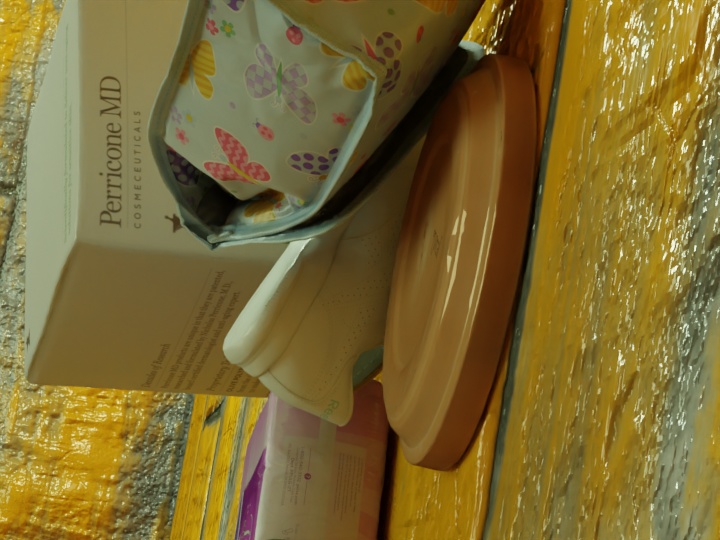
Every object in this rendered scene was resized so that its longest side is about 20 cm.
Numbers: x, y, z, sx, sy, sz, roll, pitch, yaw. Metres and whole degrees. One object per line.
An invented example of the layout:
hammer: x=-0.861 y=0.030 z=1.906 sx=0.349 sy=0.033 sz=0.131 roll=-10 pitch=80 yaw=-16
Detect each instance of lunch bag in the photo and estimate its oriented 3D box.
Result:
lunch bag: x=-0.012 y=-0.113 z=1.000 sx=0.170 sy=0.127 sz=0.200 roll=-52 pitch=-2 yaw=-35

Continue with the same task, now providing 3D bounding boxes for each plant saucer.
plant saucer: x=0.043 y=-0.006 z=0.953 sx=0.200 sy=0.032 sz=0.201 roll=-170 pitch=90 yaw=-82

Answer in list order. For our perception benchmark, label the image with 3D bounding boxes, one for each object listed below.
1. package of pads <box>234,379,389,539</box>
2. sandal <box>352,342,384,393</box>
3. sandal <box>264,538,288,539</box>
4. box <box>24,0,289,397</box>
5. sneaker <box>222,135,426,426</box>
package of pads: x=-0.034 y=0.166 z=1.119 sx=0.121 sy=0.075 sz=0.200 roll=109 pitch=169 yaw=-61
sandal: x=0.006 y=0.001 z=1.153 sx=0.070 sy=0.077 sz=0.212 roll=76 pitch=-157 yaw=-56
sandal: x=-0.015 y=0.179 z=0.964 sx=0.201 sy=0.080 sz=0.057 roll=-123 pitch=39 yaw=-66
box: x=-0.119 y=-0.048 z=1.282 sx=0.200 sy=0.171 sz=0.199 roll=121 pitch=150 yaw=-57
sneaker: x=0.009 y=-0.004 z=1.075 sx=0.200 sy=0.088 sz=0.075 roll=-57 pitch=12 yaw=-28
